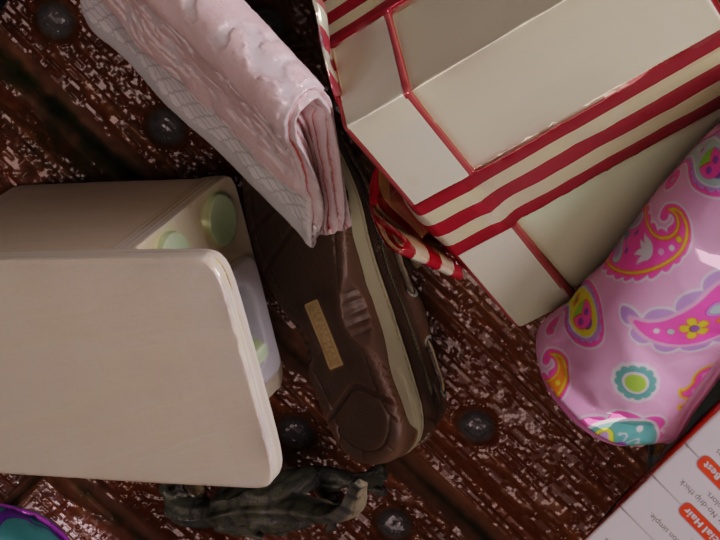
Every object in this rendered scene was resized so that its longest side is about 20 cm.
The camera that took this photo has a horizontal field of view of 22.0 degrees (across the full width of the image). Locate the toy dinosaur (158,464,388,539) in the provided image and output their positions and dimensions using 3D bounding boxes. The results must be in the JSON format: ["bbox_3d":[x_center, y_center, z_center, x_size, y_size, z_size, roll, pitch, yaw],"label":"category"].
[{"bbox_3d":[-0.033,0.130,1.055,0.200,0.088,0.048,-13,83,49],"label":"toy dinosaur"}]

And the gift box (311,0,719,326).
[{"bbox_3d":[0.070,-0.115,0.875,0.186,0.185,0.200,-30,127,17],"label":"gift box"}]

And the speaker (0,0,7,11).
[{"bbox_3d":[-0.269,-0.191,0.956,0.200,0.081,0.081,34,114,-9],"label":"speaker"}]

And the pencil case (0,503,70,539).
[{"bbox_3d":[-0.256,0.232,1.135,0.085,0.092,0.200,36,112,-9],"label":"pencil case"}]

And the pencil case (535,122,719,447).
[{"bbox_3d":[0.161,-0.007,0.814,0.087,0.088,0.200,34,124,-8],"label":"pencil case"}]

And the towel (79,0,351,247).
[{"bbox_3d":[-0.083,-0.110,0.885,0.032,0.191,0.200,-42,74,-10],"label":"towel"}]

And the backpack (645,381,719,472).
[{"bbox_3d":[0.249,0.098,0.961,0.199,0.176,0.154,-23,111,23],"label":"backpack"}]

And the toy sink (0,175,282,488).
[{"bbox_3d":[-0.117,0.028,0.992,0.199,0.112,0.131,-1,115,30],"label":"toy sink"}]

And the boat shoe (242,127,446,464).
[{"bbox_3d":[-0.005,0.001,1.017,0.074,0.075,0.203,-13,94,39],"label":"boat shoe"}]

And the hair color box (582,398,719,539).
[{"bbox_3d":[0.200,0.097,0.832,0.111,0.064,0.200,45,125,8],"label":"hair color box"}]
